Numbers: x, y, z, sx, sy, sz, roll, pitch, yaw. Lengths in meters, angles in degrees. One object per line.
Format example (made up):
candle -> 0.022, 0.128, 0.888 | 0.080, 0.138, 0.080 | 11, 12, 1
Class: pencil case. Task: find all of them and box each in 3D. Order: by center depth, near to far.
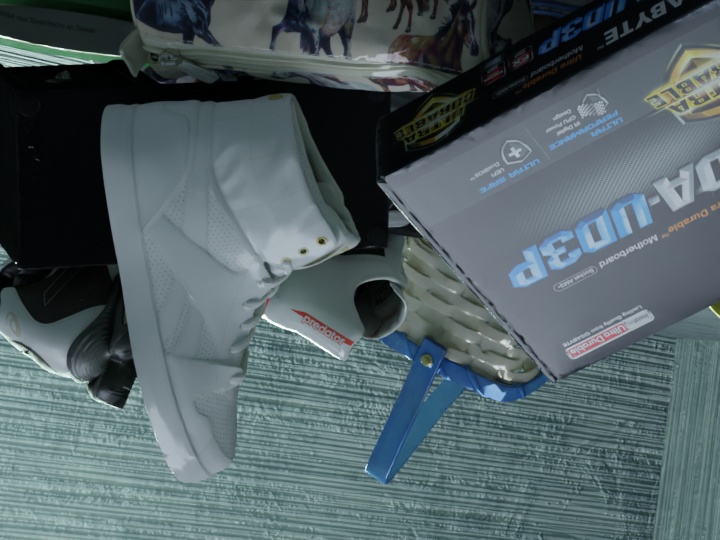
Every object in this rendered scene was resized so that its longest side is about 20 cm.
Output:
pencil case -> -0.013, -0.121, 1.104 | 0.198, 0.090, 0.078 | 7, 154, 18

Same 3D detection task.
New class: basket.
basket -> 0.072, 0.032, 1.542 | 0.139, 0.201, 0.176 | 32, -143, 7

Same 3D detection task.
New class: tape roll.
tape roll -> -0.151, -0.151, 1.250 | 0.199, 0.049, 0.200 | 8, 177, 0

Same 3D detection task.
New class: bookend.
bookend -> -0.107, -0.072, 1.252 | 0.198, 0.093, 0.199 | -3, -166, -17

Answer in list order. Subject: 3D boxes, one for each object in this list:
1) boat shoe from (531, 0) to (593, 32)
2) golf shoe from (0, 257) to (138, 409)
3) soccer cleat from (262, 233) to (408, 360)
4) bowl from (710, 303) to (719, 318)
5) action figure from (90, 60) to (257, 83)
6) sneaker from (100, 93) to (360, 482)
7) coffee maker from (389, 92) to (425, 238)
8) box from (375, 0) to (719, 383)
boat shoe -> 0.142, -0.102, 1.199 | 0.198, 0.073, 0.072 | 9, 175, -24
golf shoe -> -0.148, 0.002, 1.260 | 0.094, 0.078, 0.200 | 21, -166, -4
soccer cleat -> 0.000, 0.000, 1.398 | 0.085, 0.069, 0.200 | 38, -155, 9
bowl -> 0.304, -0.032, 1.476 | 0.199, 0.201, 0.108 | 10, 132, -29
action figure -> -0.085, -0.089, 1.451 | 0.192, 0.201, 0.105 | 1, 137, -12
sneaker -> -0.055, 0.010, 1.131 | 0.114, 0.202, 0.074 | -6, -156, 5
coffee maker -> 0.035, -0.074, 1.374 | 0.199, 0.136, 0.192 | 11, 177, -30
box -> 0.130, -0.049, 1.054 | 0.199, 0.046, 0.159 | -27, 127, 21
